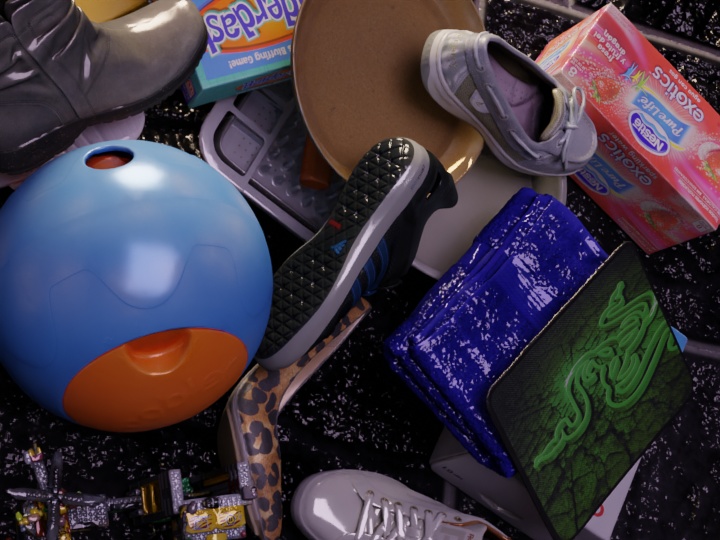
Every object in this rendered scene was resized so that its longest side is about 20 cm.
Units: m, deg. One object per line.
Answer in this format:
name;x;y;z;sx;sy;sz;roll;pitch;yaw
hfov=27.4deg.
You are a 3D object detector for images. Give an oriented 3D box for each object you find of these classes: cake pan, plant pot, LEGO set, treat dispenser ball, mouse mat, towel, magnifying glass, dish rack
cake pan;0.077;-0.081;1.209;0.199;0.037;0.201;7;74;-25
plant pot;0.022;-0.151;1.140;0.199;0.027;0.201;2;87;-39
LEGO set;-0.150;0.202;1.014;0.199;0.116;0.155;6;74;-24
treat dispenser ball;-0.160;0.010;1.021;0.200;0.201;0.202;7;74;-25
mouse mat;0.184;0.095;1.155;0.200;0.008;0.161;-44;120;-29
towel;0.125;0.044;1.149;0.148;0.050;0.200;46;63;-4
magnifying glass;-0.022;-0.161;1.189;0.079;0.022;0.201;17;71;-22
dish rack;-0.027;-0.097;1.206;0.200;0.044;0.172;37;63;-14

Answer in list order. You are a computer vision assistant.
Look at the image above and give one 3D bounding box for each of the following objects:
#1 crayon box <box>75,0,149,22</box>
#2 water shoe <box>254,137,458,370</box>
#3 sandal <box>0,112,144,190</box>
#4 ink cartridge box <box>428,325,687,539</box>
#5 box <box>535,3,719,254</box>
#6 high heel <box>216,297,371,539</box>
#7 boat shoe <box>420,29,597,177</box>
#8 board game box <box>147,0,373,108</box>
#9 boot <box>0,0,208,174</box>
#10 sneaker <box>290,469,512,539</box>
crayon box;-0.244;-0.226;1.126;0.200;0.051;0.127;-37;94;-29
water shoe;0.000;0.000;1.088;0.079;0.071;0.200;33;96;-40
sandal;-0.260;-0.090;1.085;0.206;0.059;0.080;-21;80;-8
ink cartridge box;0.165;0.109;1.225;0.144;0.085;0.201;34;66;-14
box;0.239;-0.122;1.312;0.200;0.103;0.095;44;63;-12
high heel;-0.040;0.103;1.129;0.142;0.071;0.201;-6;71;-21
boat shoe;0.130;-0.130;1.165;0.202;0.065;0.075;32;68;-42
board game box;-0.096;-0.241;1.145;0.152;0.045;0.201;-20;84;-26
boot;-0.190;-0.160;1.001;0.200;0.131;0.068;-38;58;-24
sneaker;0.047;0.200;1.144;0.199;0.085;0.073;21;70;-19
